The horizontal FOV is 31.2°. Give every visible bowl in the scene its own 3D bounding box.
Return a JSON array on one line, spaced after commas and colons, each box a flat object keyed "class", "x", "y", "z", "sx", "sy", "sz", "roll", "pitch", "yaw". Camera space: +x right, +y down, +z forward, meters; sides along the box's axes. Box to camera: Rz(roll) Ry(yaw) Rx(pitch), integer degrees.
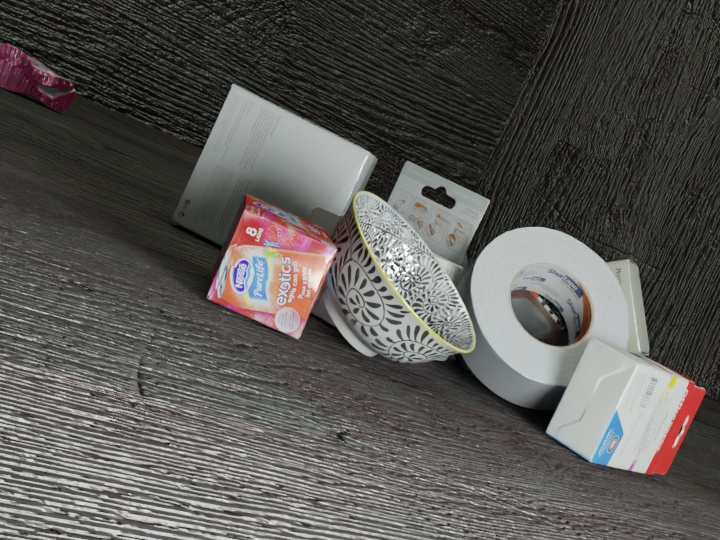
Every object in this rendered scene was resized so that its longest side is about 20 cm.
[{"class": "bowl", "x": 0.023, "y": 0.026, "z": 1.334, "sx": 0.201, "sy": 0.094, "sz": 0.202, "roll": 46, "pitch": 19, "yaw": -21}]

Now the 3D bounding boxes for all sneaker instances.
[{"class": "sneaker", "x": -0.658, "y": -0.379, "z": 2.522, "sx": 0.199, "sy": 0.082, "sz": 0.088, "roll": 32, "pitch": -1, "yaw": -34}, {"class": "sneaker", "x": 0.211, "y": 0.050, "z": 1.548, "sx": 0.198, "sy": 0.083, "sz": 0.077, "roll": 25, "pitch": 14, "yaw": 12}]

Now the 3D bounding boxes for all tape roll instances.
[{"class": "tape roll", "x": 0.206, "y": 0.053, "z": 1.476, "sx": 0.198, "sy": 0.202, "sz": 0.066, "roll": 25, "pitch": -32, "yaw": -4}]

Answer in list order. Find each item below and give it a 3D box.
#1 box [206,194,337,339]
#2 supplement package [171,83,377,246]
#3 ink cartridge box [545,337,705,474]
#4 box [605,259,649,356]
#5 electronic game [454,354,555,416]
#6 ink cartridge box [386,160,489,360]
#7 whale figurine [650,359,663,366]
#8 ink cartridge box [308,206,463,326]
[{"class": "box", "x": -0.090, "y": -0.009, "z": 1.291, "sx": 0.098, "sy": 0.097, "sz": 0.200, "roll": 23, "pitch": 5, "yaw": -7}, {"class": "supplement package", "x": -0.107, "y": -0.107, "z": 1.688, "sx": 0.198, "sy": 0.193, "sz": 0.147, "roll": 26, "pitch": 4, "yaw": 4}, {"class": "ink cartridge box", "x": 0.297, "y": 0.154, "z": 1.423, "sx": 0.067, "sy": 0.118, "sz": 0.199, "roll": 29, "pitch": 6, "yaw": 37}, {"class": "box", "x": 0.282, "y": 0.064, "z": 1.752, "sx": 0.197, "sy": 0.130, "sz": 0.109, "roll": -9, "pitch": -7, "yaw": 18}, {"class": "electronic game", "x": 0.202, "y": 0.134, "z": 1.609, "sx": 0.198, "sy": 0.042, "sz": 0.200, "roll": 26, "pitch": 5, "yaw": -3}, {"class": "ink cartridge box", "x": 0.078, "y": -0.014, "z": 1.587, "sx": 0.047, "sy": 0.203, "sz": 0.159, "roll": 17, "pitch": 9, "yaw": -45}, {"class": "whale figurine", "x": 0.349, "y": 0.153, "z": 1.663, "sx": 0.158, "sy": 0.105, "sz": 0.200, "roll": 29, "pitch": -6, "yaw": 37}, {"class": "ink cartridge box", "x": 0.013, "y": 0.014, "z": 1.463, "sx": 0.199, "sy": 0.117, "sz": 0.068, "roll": 20, "pitch": 5, "yaw": -43}]
